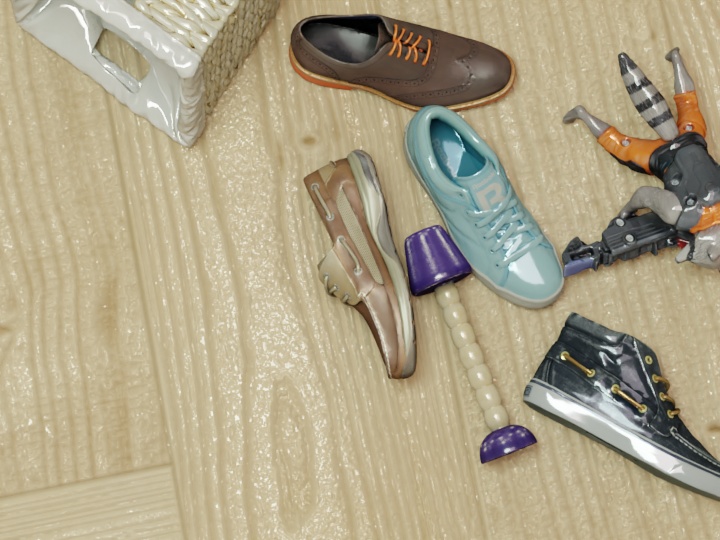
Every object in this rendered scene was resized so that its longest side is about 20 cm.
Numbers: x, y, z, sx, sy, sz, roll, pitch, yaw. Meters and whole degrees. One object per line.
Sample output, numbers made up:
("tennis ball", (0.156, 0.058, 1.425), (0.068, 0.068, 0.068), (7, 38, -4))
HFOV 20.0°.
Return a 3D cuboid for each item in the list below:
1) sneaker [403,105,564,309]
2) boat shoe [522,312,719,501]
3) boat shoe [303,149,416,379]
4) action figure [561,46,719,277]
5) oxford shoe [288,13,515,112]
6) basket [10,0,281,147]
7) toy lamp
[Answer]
("sneaker", (0.102, -0.054, 1.725), (0.074, 0.082, 0.200), (-39, 84, -7))
("boat shoe", (0.241, 0.114, 1.703), (0.199, 0.071, 0.091), (28, 84, 5))
("boat shoe", (0.000, 0.000, 1.721), (0.071, 0.076, 0.202), (-15, 71, -1))
("action figure", (0.247, -0.076, 1.723), (0.199, 0.105, 0.194), (-26, 68, -13))
("oxford shoe", (0.037, -0.181, 1.750), (0.198, 0.073, 0.072), (5, 79, -1))
("basket", (-0.174, -0.241, 1.696), (0.197, 0.200, 0.161), (36, 75, 4))
("toy lamp", (0.088, 0.060, 1.719), (0.058, 0.058, 0.202), (-19, 83, -5))
